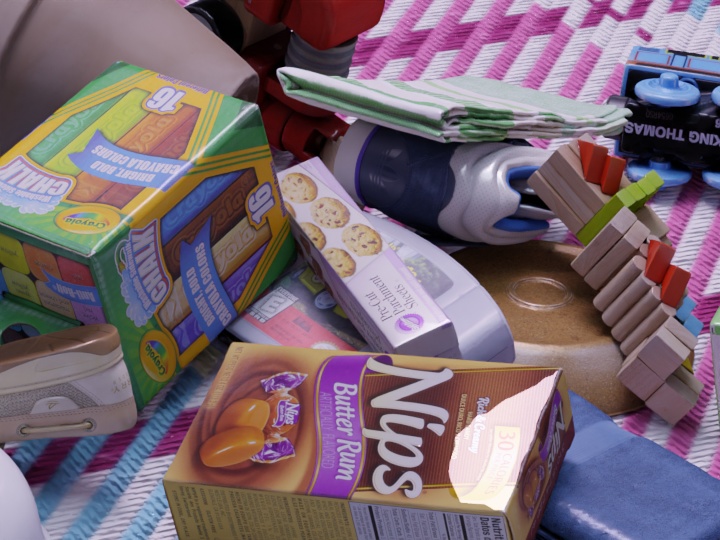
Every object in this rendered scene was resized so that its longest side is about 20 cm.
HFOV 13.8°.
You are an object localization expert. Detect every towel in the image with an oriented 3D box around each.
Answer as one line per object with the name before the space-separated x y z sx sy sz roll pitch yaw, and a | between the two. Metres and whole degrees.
towel | 0.060 -0.109 1.909 0.152 0.024 0.199 17 14 39
towel | 0.124 0.123 1.655 0.111 0.049 0.200 -21 35 -36

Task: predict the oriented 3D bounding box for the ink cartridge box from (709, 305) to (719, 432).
ink cartridge box | 0.306 0.025 1.800 0.145 0.084 0.200 0 26 21

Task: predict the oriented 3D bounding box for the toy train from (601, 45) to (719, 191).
toy train | 0.266 -0.101 2.063 0.199 0.087 0.114 8 22 9

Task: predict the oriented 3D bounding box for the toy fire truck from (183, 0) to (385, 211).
toy fire truck | -0.034 -0.133 2.008 0.200 0.177 0.128 35 39 22

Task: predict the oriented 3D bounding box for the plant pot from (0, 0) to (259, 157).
plant pot | -0.168 -0.116 1.951 0.173 0.201 0.200 26 32 8

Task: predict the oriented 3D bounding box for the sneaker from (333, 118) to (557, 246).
sneaker | 0.085 -0.053 1.921 0.146 0.081 0.200 18 9 25

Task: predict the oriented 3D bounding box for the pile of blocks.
pile of blocks | 0.176 -0.008 1.800 0.082 0.062 0.201 -1 57 -37

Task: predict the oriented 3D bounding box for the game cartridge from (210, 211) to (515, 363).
game cartridge | -0.006 0.027 1.797 0.133 0.041 0.200 -31 41 -26

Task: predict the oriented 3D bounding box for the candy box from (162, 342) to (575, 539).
candy box | 0.006 0.101 1.617 0.199 0.057 0.117 5 42 19

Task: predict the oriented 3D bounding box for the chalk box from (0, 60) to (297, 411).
chalk box | -0.153 -0.010 1.761 0.124 0.124 0.200 19 48 35

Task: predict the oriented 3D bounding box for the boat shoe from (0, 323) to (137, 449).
boat shoe | -0.223 0.082 1.670 0.199 0.065 0.072 -12 13 12

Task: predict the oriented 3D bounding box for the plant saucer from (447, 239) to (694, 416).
plant saucer | 0.111 0.028 1.848 0.199 0.036 0.200 3 28 -2

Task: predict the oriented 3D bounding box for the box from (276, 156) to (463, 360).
box | 0.000 0.000 1.769 0.041 0.039 0.200 -25 39 -10

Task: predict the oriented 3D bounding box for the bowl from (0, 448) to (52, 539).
bowl | -0.256 0.126 1.561 0.200 0.091 0.201 3 28 -2
